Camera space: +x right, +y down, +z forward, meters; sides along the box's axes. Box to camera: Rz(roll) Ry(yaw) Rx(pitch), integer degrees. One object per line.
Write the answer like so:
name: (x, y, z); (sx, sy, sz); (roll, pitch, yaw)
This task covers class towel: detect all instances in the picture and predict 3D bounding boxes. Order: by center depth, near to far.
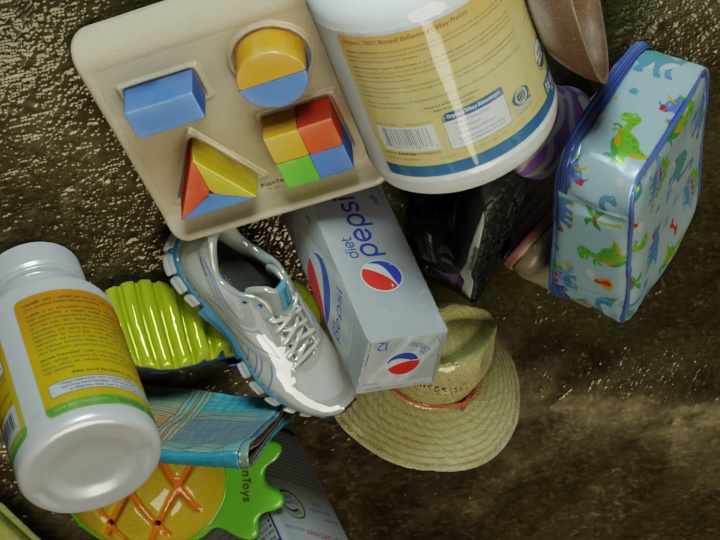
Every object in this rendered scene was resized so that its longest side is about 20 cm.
towel: (-0.166, 0.121, 1.596); (0.199, 0.147, 0.022); (4, 106, 12)

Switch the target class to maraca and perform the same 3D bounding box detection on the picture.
maraca: (-0.164, 0.175, 1.701); (0.199, 0.107, 0.138); (-1, 101, 9)

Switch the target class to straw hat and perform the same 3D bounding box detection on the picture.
straw hat: (0.068, 0.068, 1.654); (0.200, 0.202, 0.085); (1, 149, -29)

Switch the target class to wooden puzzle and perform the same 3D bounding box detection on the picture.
wooden puzzle: (-0.092, -0.112, 1.448); (0.185, 0.046, 0.200); (-16, 130, 12)

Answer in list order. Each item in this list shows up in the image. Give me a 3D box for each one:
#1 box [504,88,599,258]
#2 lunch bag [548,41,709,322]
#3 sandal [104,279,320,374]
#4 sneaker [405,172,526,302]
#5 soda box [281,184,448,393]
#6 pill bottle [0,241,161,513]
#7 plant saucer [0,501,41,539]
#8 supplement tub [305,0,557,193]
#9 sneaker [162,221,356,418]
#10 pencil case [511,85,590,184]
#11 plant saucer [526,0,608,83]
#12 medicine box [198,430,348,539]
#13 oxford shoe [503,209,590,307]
box: (0.179, -0.092, 1.663); (0.200, 0.039, 0.041); (-51, 158, 27)
lunch bag: (0.214, -0.069, 1.560); (0.161, 0.082, 0.200); (-54, 156, -28)
sandal: (-0.138, 0.054, 1.640); (0.199, 0.080, 0.087); (3, 161, -18)
sneaker: (0.074, -0.039, 1.600); (0.076, 0.087, 0.200); (-55, 171, -19)
soda box: (0.000, 0.000, 1.552); (0.068, 0.200, 0.064); (-7, 138, -20)
pill bottle: (-0.230, 0.076, 1.514); (0.111, 0.200, 0.111); (-15, 139, -13)
plant saucer: (-0.369, 0.281, 1.780); (0.200, 0.048, 0.200); (-29, 140, 3)
supplement tub: (0.046, -0.170, 1.372); (0.144, 0.145, 0.200); (-24, 127, -2)
sneaker: (-0.071, 0.038, 1.569); (0.200, 0.075, 0.087); (46, 151, -12)
pencil case: (0.093, -0.122, 1.561); (0.200, 0.086, 0.084); (9, 116, -34)
plant saucer: (0.135, -0.226, 1.396); (0.037, 0.201, 0.201); (-12, 142, 13)
medicine box: (-0.111, 0.266, 1.775); (0.182, 0.200, 0.103); (-43, 142, 19)
oxford shoe: (0.184, -0.008, 1.681); (0.070, 0.075, 0.200); (-48, 162, 20)
